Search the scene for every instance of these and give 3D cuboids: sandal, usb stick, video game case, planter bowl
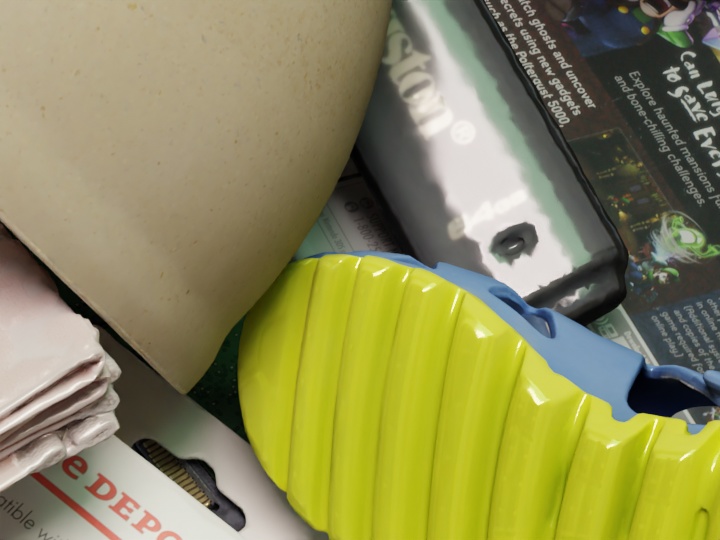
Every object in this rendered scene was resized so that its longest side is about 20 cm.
[{"bbox_3d":[0.061,0.049,0.730,0.199,0.080,0.087,23,15,21],"label":"sandal"},{"bbox_3d":[0.007,-0.069,0.796,0.055,0.033,0.201,-27,78,-9],"label":"usb stick"},{"bbox_3d":[0.066,-0.010,0.834,0.181,0.023,0.200,-15,56,-22],"label":"video game case"},{"bbox_3d":[-0.067,-0.086,0.719,0.135,0.200,0.200,-44,67,-3],"label":"planter bowl"}]

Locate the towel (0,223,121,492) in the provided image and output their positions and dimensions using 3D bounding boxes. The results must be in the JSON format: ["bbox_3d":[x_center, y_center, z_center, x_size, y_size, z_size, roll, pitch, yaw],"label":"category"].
[{"bbox_3d":[-0.170,0.038,0.704,0.191,0.032,0.200,-34,36,-10],"label":"towel"}]

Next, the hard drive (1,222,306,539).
[{"bbox_3d":[0.000,0.000,0.848,0.200,0.038,0.140,-27,62,-30],"label":"hard drive"}]

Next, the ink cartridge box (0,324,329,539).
[{"bbox_3d":[-0.095,0.094,0.708,0.115,0.068,0.200,36,65,17],"label":"ink cartridge box"}]
